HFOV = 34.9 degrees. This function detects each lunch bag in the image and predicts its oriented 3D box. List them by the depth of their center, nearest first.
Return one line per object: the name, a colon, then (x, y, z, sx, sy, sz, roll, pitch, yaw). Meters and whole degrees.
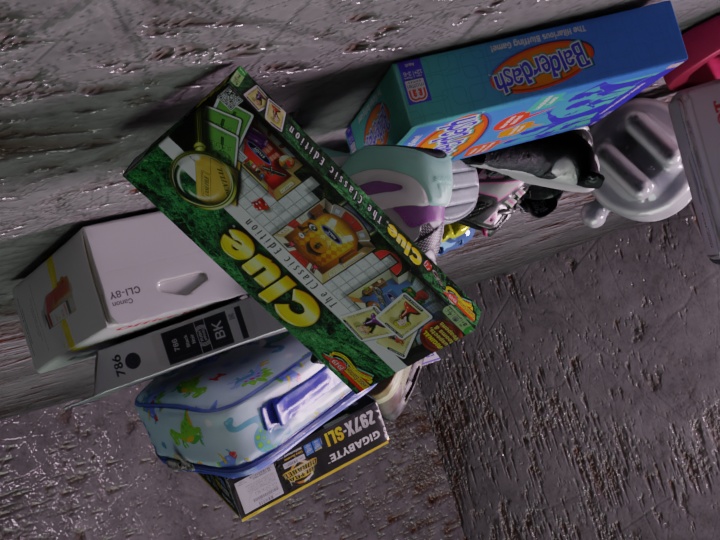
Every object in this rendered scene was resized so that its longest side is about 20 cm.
lunch bag: (-0.089, 0.106, 1.027, 0.160, 0.083, 0.199, -2, -157, 45)

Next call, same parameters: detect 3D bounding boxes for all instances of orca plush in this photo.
orca plush: (0.141, -0.113, 0.959, 0.198, 0.072, 0.105, 7, -179, -36)

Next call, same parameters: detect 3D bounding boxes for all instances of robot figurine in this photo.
robot figurine: (0.282, -0.108, 1.139, 0.169, 0.113, 0.200, -44, 168, 13)

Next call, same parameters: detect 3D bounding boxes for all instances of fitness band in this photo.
fitness band: (0.324, -0.185, 0.931, 0.142, 0.038, 0.199, -18, 175, 36)

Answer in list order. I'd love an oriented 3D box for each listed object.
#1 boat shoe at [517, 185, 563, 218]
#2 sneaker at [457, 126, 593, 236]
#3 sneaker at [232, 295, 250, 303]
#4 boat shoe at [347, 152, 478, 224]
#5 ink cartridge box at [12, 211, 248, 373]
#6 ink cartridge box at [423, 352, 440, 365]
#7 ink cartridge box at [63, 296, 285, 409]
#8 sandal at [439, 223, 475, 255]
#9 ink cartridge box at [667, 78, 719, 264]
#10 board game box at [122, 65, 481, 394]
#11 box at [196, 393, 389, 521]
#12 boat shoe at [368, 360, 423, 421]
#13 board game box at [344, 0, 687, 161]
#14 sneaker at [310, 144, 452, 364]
boat shoe: (0.194, -0.092, 1.262, 0.074, 0.067, 0.199, -17, 175, -4)
sneaker: (0.124, -0.078, 1.066, 0.198, 0.087, 0.080, -19, 176, 5)
sneaker: (-0.141, 0.030, 1.161, 0.200, 0.084, 0.075, -37, 159, -54)
boat shoe: (0.024, -0.076, 0.947, 0.066, 0.075, 0.199, 2, 180, 36)
ink cartridge box: (-0.194, 0.014, 0.976, 0.144, 0.084, 0.199, -15, 175, -35)
ink cartridge box: (-0.030, 0.053, 1.315, 0.197, 0.201, 0.043, -11, 149, -47)
ink cartridge box: (-0.152, 0.064, 0.967, 0.198, 0.040, 0.099, -21, 178, -1)
sandal: (0.025, -0.028, 1.193, 0.197, 0.080, 0.087, -11, 141, 13)
ink cartridge box: (0.370, -0.101, 0.943, 0.197, 0.148, 0.085, -15, 178, 7)
board game box: (-0.033, -0.015, 0.660, 0.104, 0.200, 0.024, -31, -157, 39)
box: (-0.086, 0.151, 1.102, 0.158, 0.050, 0.199, -27, -159, -20)
boat shoe: (0.040, 0.066, 1.203, 0.071, 0.202, 0.066, -2, 137, 24)
board game box: (0.100, -0.119, 0.790, 0.197, 0.046, 0.152, -15, 174, -14)
sneaker: (-0.029, -0.011, 0.748, 0.077, 0.142, 0.199, 1, -176, -43)
